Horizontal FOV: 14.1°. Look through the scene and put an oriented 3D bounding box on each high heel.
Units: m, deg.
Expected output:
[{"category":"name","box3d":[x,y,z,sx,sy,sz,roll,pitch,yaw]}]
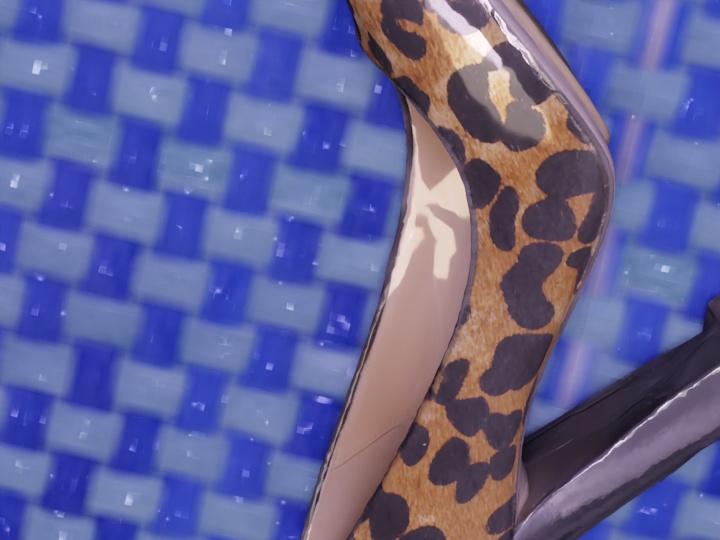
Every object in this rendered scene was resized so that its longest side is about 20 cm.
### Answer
[{"category":"high heel","box3d":[0.000,0.000,0.722,0.142,0.071,0.200,-34,111,6]}]
